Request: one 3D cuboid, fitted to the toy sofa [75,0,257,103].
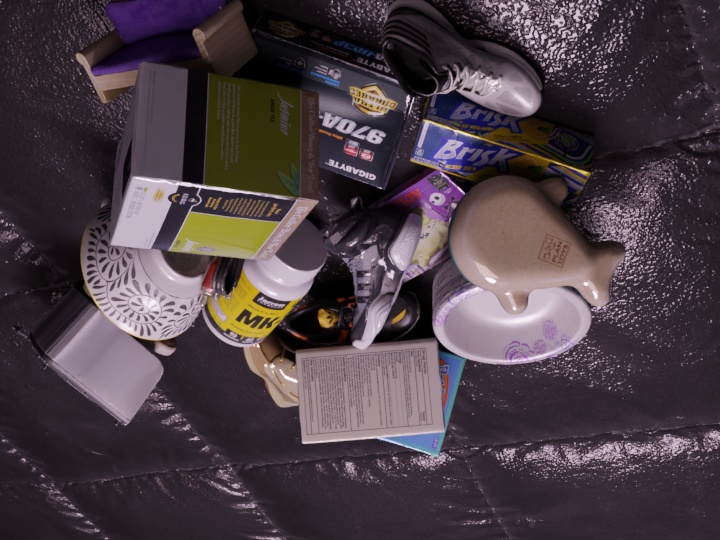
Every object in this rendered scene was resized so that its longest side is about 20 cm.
[{"bbox_3d":[-0.223,-0.257,0.989,0.198,0.083,0.098,0,127,33],"label":"toy sofa"}]

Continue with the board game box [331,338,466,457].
[{"bbox_3d":[0.042,0.174,1.319,0.198,0.154,0.045,17,176,2],"label":"board game box"}]

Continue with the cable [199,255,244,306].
[{"bbox_3d":[-0.169,-0.046,1.141,0.050,0.097,0.202,14,97,1],"label":"cable"}]

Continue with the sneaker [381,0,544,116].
[{"bbox_3d":[0.103,-0.200,0.944,0.199,0.116,0.076,28,136,-10],"label":"sneaker"}]

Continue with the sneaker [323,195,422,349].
[{"bbox_3d":[0.000,0.000,1.154,0.113,0.076,0.202,24,114,5],"label":"sneaker"}]

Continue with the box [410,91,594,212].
[{"bbox_3d":[0.162,-0.140,1.020,0.198,0.065,0.070,17,141,0],"label":"box"}]

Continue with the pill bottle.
[{"bbox_3d":[-0.134,0.013,1.237,0.114,0.115,0.200,31,135,-13],"label":"pill bottle"}]

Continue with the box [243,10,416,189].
[{"bbox_3d":[-0.040,-0.197,1.044,0.198,0.046,0.160,20,136,0],"label":"box"}]

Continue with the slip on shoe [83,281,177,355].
[{"bbox_3d":[-0.348,0.062,1.396,0.061,0.076,0.200,-43,128,-3],"label":"slip on shoe"}]

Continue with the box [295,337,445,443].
[{"bbox_3d":[0.013,0.168,1.241,0.197,0.129,0.109,-4,173,0],"label":"box"}]

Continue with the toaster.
[{"bbox_3d":[-0.422,0.127,1.389,0.200,0.119,0.180,45,166,-25],"label":"toaster"}]

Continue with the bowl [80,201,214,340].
[{"bbox_3d":[-0.262,-0.017,1.183,0.094,0.202,0.201,-23,123,38],"label":"bowl"}]

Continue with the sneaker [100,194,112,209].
[{"bbox_3d":[-0.297,-0.037,1.278,0.098,0.071,0.201,-1,139,16],"label":"sneaker"}]

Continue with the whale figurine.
[{"bbox_3d":[0.194,-0.027,1.001,0.198,0.161,0.104,18,180,-8],"label":"whale figurine"}]

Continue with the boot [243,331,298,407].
[{"bbox_3d":[-0.087,0.144,1.380,0.154,0.073,0.201,-4,134,22],"label":"boot"}]

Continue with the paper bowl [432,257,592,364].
[{"bbox_3d":[0.191,0.029,1.134,0.198,0.105,0.202,2,144,2],"label":"paper bowl"}]

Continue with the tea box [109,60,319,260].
[{"bbox_3d":[-0.165,-0.110,0.981,0.195,0.135,0.200,7,160,-21],"label":"tea box"}]

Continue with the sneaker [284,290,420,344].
[{"bbox_3d":[-0.014,0.069,1.239,0.198,0.071,0.090,-11,171,31],"label":"sneaker"}]

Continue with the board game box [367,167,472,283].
[{"bbox_3d":[0.073,-0.056,1.163,0.120,0.032,0.199,43,131,-18],"label":"board game box"}]
